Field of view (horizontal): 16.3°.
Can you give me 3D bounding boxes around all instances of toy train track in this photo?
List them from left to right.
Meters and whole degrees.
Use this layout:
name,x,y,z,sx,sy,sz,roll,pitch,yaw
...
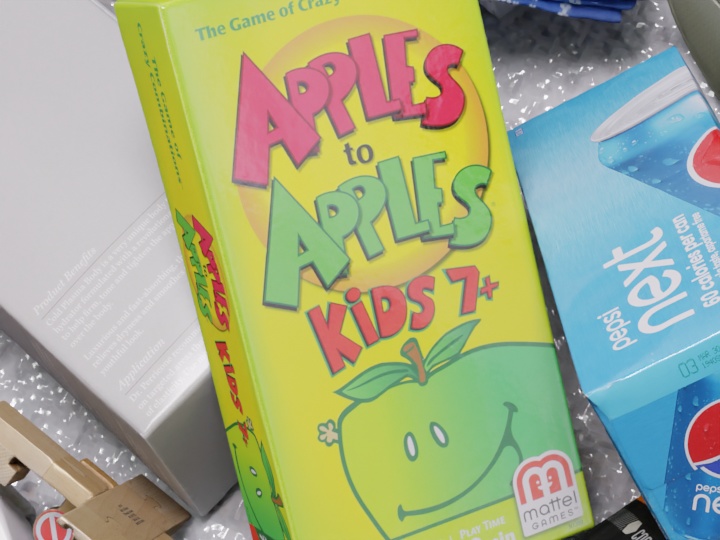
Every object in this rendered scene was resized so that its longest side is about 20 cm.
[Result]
name,x,y,z,sx,sy,sz,roll,pitch,yaw
toy train track,-0.051,0.117,0.809,0.200,0.115,0.033,39,96,5

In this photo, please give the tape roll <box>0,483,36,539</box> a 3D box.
name,x,y,z,sx,sy,sz,roll,pitch,yaw
tape roll,-0.196,0.136,0.835,0.201,0.071,0.203,-4,66,10

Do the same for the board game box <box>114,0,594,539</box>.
name,x,y,z,sx,sy,sz,roll,pitch,yaw
board game box,0.000,0.000,0.789,0.101,0.048,0.201,-18,104,-19

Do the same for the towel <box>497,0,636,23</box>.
name,x,y,z,sx,sy,sz,roll,pitch,yaw
towel,0.013,-0.171,0.850,0.199,0.024,0.145,10,80,-17

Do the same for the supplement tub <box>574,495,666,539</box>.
name,x,y,z,sx,sy,sz,roll,pitch,yaw
supplement tub,0.127,0.112,0.753,0.200,0.123,0.123,-33,65,-5

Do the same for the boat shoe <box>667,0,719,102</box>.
name,x,y,z,sx,sy,sz,roll,pitch,yaw
boat shoe,0.182,-0.047,0.838,0.066,0.075,0.200,-35,63,-10

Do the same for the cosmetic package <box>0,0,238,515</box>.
name,x,y,z,sx,sy,sz,roll,pitch,yaw
cosmetic package,-0.095,-0.024,0.877,0.107,0.090,0.200,-44,63,-9

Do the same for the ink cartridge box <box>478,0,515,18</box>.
name,x,y,z,sx,sy,sz,roll,pitch,yaw
ink cartridge box,0.029,-0.201,0.947,0.109,0.050,0.200,-38,64,-6

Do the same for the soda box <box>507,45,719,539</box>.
name,x,y,z,sx,sy,sz,roll,pitch,yaw
soda box,0.097,0.003,0.771,0.068,0.064,0.200,-27,24,9
